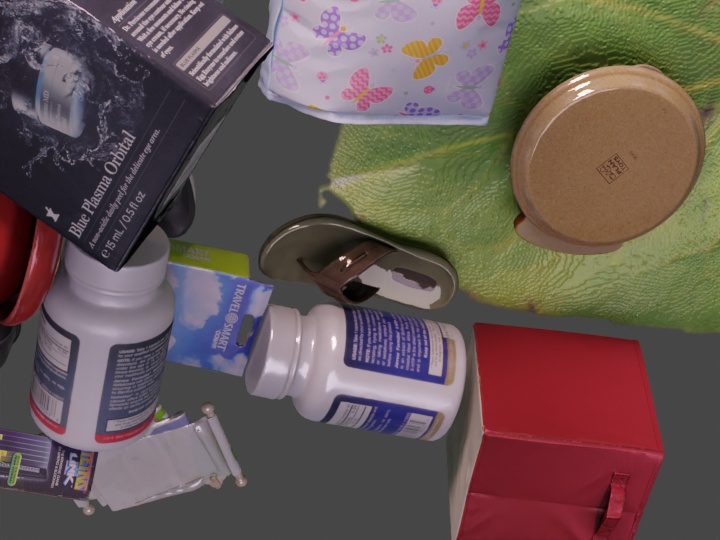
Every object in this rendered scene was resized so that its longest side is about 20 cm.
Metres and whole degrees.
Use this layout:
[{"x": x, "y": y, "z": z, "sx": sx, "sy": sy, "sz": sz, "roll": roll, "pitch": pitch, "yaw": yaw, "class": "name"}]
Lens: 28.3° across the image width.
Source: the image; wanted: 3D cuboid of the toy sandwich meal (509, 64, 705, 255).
[{"x": 0.226, "y": -0.106, "z": 1.337, "sx": 0.204, "sy": 0.070, "sz": 0.206, "roll": -3, "pitch": 122, "yaw": -5, "class": "toy sandwich meal"}]

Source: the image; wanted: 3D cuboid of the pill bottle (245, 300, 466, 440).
[{"x": -0.007, "y": 0.095, "z": 1.413, "sx": 0.199, "sy": 0.120, "sz": 0.120, "roll": 12, "pitch": 124, "yaw": -17, "class": "pill bottle"}]

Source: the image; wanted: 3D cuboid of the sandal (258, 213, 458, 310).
[{"x": 0.001, "y": -0.001, "z": 1.379, "sx": 0.200, "sy": 0.057, "sz": 0.080, "roll": 12, "pitch": 123, "yaw": -9, "class": "sandal"}]

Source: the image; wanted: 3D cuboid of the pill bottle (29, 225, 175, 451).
[{"x": -0.230, "y": 0.053, "z": 1.291, "sx": 0.119, "sy": 0.120, "sz": 0.201, "roll": 7, "pitch": 124, "yaw": -14, "class": "pill bottle"}]

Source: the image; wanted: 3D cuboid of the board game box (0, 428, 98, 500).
[{"x": -0.366, "y": 0.174, "z": 1.366, "sx": 0.165, "sy": 0.200, "sz": 0.057, "roll": 14, "pitch": 80, "yaw": -32, "class": "board game box"}]

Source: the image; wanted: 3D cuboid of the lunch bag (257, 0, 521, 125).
[{"x": 0.021, "y": -0.219, "z": 1.186, "sx": 0.199, "sy": 0.127, "sz": 0.170, "roll": -3, "pitch": 129, "yaw": -18, "class": "lunch bag"}]

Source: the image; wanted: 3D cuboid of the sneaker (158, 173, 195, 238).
[{"x": -0.207, "y": -0.099, "z": 1.262, "sx": 0.074, "sy": 0.085, "sz": 0.201, "roll": -21, "pitch": 125, "yaw": 9, "class": "sneaker"}]

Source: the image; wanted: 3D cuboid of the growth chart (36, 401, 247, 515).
[{"x": -0.231, "y": 0.198, "z": 1.519, "sx": 0.199, "sy": 0.018, "sz": 0.145, "roll": -12, "pitch": 126, "yaw": 0, "class": "growth chart"}]

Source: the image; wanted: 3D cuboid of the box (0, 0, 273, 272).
[{"x": -0.208, "y": -0.141, "z": 1.100, "sx": 0.199, "sy": 0.118, "sz": 0.197, "roll": 35, "pitch": 129, "yaw": -3, "class": "box"}]

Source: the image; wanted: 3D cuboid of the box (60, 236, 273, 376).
[{"x": -0.195, "y": 0.027, "z": 1.378, "sx": 0.199, "sy": 0.048, "sz": 0.122, "roll": 12, "pitch": 123, "yaw": -14, "class": "box"}]

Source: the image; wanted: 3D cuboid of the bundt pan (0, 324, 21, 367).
[{"x": -0.422, "y": 0.055, "z": 1.350, "sx": 0.200, "sy": 0.076, "sz": 0.203, "roll": -4, "pitch": 127, "yaw": -5, "class": "bundt pan"}]

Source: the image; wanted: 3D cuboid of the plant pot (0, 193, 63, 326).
[{"x": -0.352, "y": -0.053, "z": 1.212, "sx": 0.181, "sy": 0.201, "sz": 0.201, "roll": 8, "pitch": 125, "yaw": -25, "class": "plant pot"}]

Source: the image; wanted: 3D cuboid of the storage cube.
[{"x": 0.190, "y": 0.178, "z": 1.461, "sx": 0.178, "sy": 0.201, "sz": 0.172, "roll": 6, "pitch": 126, "yaw": -5, "class": "storage cube"}]

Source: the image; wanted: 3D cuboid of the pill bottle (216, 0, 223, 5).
[{"x": -0.124, "y": -0.298, "z": 1.110, "sx": 0.113, "sy": 0.114, "sz": 0.201, "roll": 15, "pitch": 122, "yaw": -19, "class": "pill bottle"}]
